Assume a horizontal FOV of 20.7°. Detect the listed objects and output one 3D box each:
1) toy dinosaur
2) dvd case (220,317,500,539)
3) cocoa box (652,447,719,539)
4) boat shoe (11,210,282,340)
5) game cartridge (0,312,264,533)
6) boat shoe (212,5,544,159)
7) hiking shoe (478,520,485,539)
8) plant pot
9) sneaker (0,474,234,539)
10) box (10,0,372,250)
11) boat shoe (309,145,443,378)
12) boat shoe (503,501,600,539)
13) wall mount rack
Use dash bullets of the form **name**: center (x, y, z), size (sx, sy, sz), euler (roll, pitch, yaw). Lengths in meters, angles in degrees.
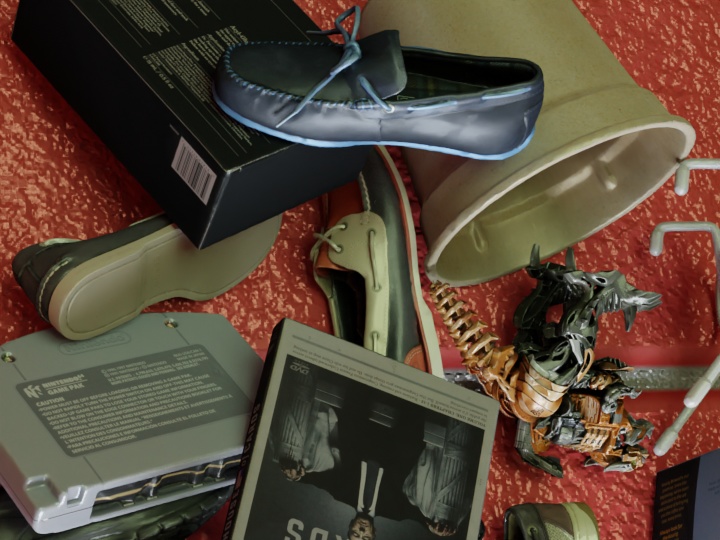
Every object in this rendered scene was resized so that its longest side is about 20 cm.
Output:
- **toy dinosaur**: center (0.131, 0.061, 1.325), size (0.200, 0.102, 0.136), euler (39, 76, -48)
- **dvd case**: center (-0.002, 0.140, 1.155), size (0.150, 0.025, 0.201), euler (22, 55, -14)
- **cocoa box**: center (0.298, 0.186, 1.310), size (0.133, 0.200, 0.132), euler (16, 66, -21)
- **boat shoe**: center (-0.131, -0.016, 1.236), size (0.063, 0.073, 0.200), euler (33, 36, 29)
- **game cartridge**: center (-0.140, 0.082, 1.176), size (0.199, 0.041, 0.133), euler (-11, 48, -39)
- **boat shoe**: center (0.013, -0.120, 1.178), size (0.199, 0.069, 0.084), euler (1, 50, -18)
- **hiking shoe**: center (0.041, 0.186, 1.234), size (0.075, 0.101, 0.201), euler (-17, 79, -19)
- **plant pot**: center (0.094, -0.119, 1.331), size (0.200, 0.201, 0.184), euler (-17, 70, -30)
- **sneaker**: center (-0.162, 0.136, 1.172), size (0.199, 0.076, 0.091), euler (-16, 71, -34)
- **box**: center (-0.101, -0.126, 1.236), size (0.141, 0.079, 0.200), euler (-27, 65, -36)
- **boat shoe**: center (0.000, 0.000, 1.301), size (0.062, 0.071, 0.201), euler (-10, 82, -26)
- **boat shoe**: center (0.119, 0.248, 1.280), size (0.066, 0.072, 0.202), euler (6, 70, -14)
- **wall mount rack**: center (0.240, 0.026, 1.356), size (0.074, 0.200, 0.175), euler (-2, 69, -1)
